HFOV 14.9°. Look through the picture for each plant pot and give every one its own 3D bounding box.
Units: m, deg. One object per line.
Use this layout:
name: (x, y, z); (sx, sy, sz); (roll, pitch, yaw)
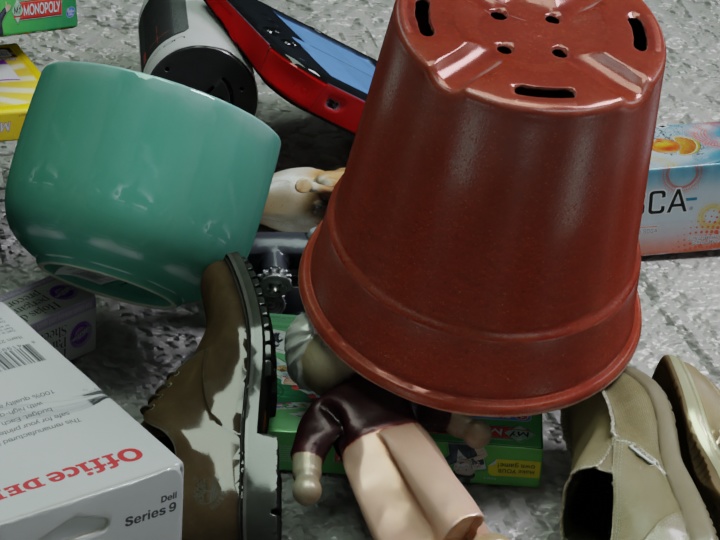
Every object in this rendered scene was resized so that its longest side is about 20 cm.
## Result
plant pot: (0.076, -0.059, 1.513); (0.200, 0.196, 0.201); (6, 41, -5)

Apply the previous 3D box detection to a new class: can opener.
can opener: (0.000, 0.000, 1.716); (0.199, 0.064, 0.079); (2, 36, -3)

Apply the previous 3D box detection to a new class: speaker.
speaker: (-0.115, -0.146, 1.926); (0.081, 0.081, 0.200); (0, 21, -5)

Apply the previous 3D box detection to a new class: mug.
mug: (-0.128, -0.039, 1.645); (0.152, 0.115, 0.185); (10, -13, 27)

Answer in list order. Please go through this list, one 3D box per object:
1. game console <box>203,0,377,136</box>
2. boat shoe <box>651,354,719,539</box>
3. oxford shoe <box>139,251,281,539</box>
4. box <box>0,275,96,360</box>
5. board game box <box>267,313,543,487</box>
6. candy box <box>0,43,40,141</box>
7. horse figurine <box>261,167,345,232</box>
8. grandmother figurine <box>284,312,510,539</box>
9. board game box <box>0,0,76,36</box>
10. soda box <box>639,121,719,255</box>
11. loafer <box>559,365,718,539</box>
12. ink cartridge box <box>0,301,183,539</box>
game console: (-0.005, -0.131, 1.894); (0.200, 0.031, 0.177); (25, 17, -32)
boat shoe: (0.207, 0.118, 1.522); (0.065, 0.072, 0.200); (4, 30, -16)
oxford shoe: (-0.086, 0.070, 1.528); (0.084, 0.073, 0.200); (-3, 49, 2)
box: (-0.242, 0.056, 1.617); (0.039, 0.042, 0.200); (28, 37, 36)
board game box: (0.008, 0.074, 1.620); (0.199, 0.029, 0.135); (4, 30, 2)
candy box: (-0.293, -0.107, 1.719); (0.199, 0.026, 0.102); (-7, 33, -26)
horse figurine: (-0.045, -0.048, 1.794); (0.199, 0.050, 0.133); (1, 4, 19)
grandmother figurine: (0.015, 0.095, 1.514); (0.121, 0.061, 0.200); (-6, 44, -30)
board game box: (-0.300, -0.162, 1.758); (0.199, 0.029, 0.135); (0, 7, 19)
soda box: (0.165, -0.051, 1.818); (0.199, 0.069, 0.064); (-5, 30, -12)
loafer: (0.140, 0.116, 1.508); (0.067, 0.076, 0.200); (2, 28, -15)
ink cartridge box: (-0.206, 0.110, 1.475); (0.146, 0.084, 0.200); (-16, 34, -31)
